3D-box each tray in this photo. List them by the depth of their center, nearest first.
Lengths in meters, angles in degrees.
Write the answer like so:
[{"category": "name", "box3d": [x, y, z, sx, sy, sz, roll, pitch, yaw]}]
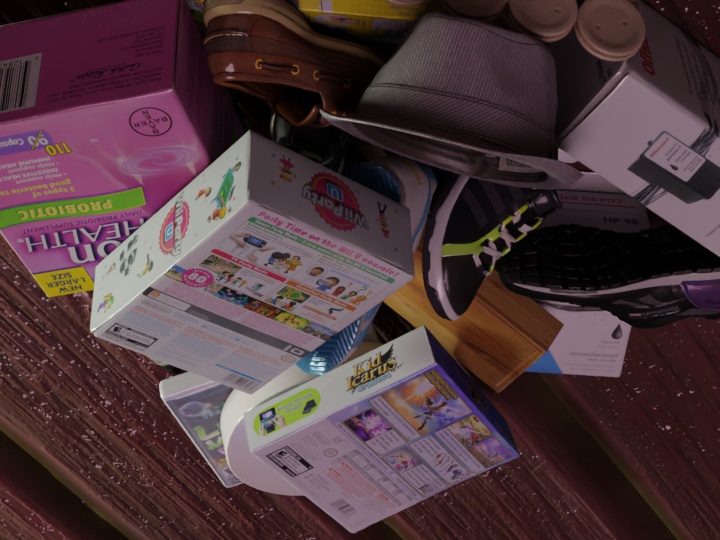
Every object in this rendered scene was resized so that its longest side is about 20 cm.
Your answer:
[{"category": "tray", "box3d": [0.064, 0.014, 1.120, 0.200, 0.037, 0.099, 38, 149, 1]}]

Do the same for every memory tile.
[{"category": "memory tile", "box3d": [0.108, -0.228, 0.923, 0.199, 0.154, 0.017, 14, 156, -6]}]

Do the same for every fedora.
[{"category": "fedora", "box3d": [0.071, -0.118, 0.894, 0.176, 0.091, 0.200, 14, 180, 29]}]

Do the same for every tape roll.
[{"category": "tape roll", "box3d": [-0.029, 0.140, 1.224, 0.201, 0.037, 0.203, -10, 140, -8]}]

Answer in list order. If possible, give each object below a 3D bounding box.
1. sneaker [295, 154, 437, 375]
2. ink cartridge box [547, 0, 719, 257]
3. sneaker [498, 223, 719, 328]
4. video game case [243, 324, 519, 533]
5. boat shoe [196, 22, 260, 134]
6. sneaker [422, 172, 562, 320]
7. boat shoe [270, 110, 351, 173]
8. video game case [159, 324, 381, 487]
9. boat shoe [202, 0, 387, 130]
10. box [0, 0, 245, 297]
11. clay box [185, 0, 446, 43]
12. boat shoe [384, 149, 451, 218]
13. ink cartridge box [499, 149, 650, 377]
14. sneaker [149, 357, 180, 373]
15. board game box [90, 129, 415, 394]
[{"category": "sneaker", "box3d": [0.000, 0.000, 1.043, 0.076, 0.081, 0.201, 40, 122, 19]}, {"category": "ink cartridge box", "box3d": [0.240, -0.110, 1.008, 0.199, 0.147, 0.083, 31, 124, -19]}, {"category": "sneaker", "box3d": [0.211, 0.017, 1.074, 0.198, 0.076, 0.088, -2, 134, 2]}, {"category": "video game case", "box3d": [0.023, 0.147, 1.185, 0.180, 0.046, 0.200, -26, 141, 13]}, {"category": "boat shoe", "box3d": [-0.117, -0.102, 1.084, 0.072, 0.063, 0.201, -12, 129, 9]}, {"category": "sneaker", "box3d": [0.112, -0.053, 1.035, 0.082, 0.201, 0.072, 15, 168, 29]}, {"category": "boat shoe", "box3d": [-0.037, -0.078, 1.067, 0.072, 0.063, 0.201, 2, 118, -29]}, {"category": "video game case", "box3d": [-0.063, 0.126, 1.242, 0.199, 0.023, 0.182, -18, 141, 4]}, {"category": "boat shoe", "box3d": [-0.038, -0.132, 0.950, 0.072, 0.068, 0.200, -8, 161, 39]}, {"category": "box", "box3d": [-0.183, -0.085, 0.967, 0.175, 0.097, 0.200, -9, 145, 9]}, {"category": "clay box", "box3d": [-0.039, -0.201, 0.968, 0.199, 0.115, 0.048, 6, 91, -2]}, {"category": "boat shoe", "box3d": [0.062, -0.068, 1.106, 0.073, 0.063, 0.202, -11, 129, 9]}, {"category": "ink cartridge box", "box3d": [0.180, -0.005, 1.145, 0.115, 0.067, 0.201, 3, 129, 0]}, {"category": "sneaker", "box3d": [-0.116, 0.040, 1.196, 0.199, 0.074, 0.088, -20, 135, 13]}, {"category": "board game box", "box3d": [-0.080, 0.002, 0.958, 0.147, 0.065, 0.200, 24, 138, -33]}]
